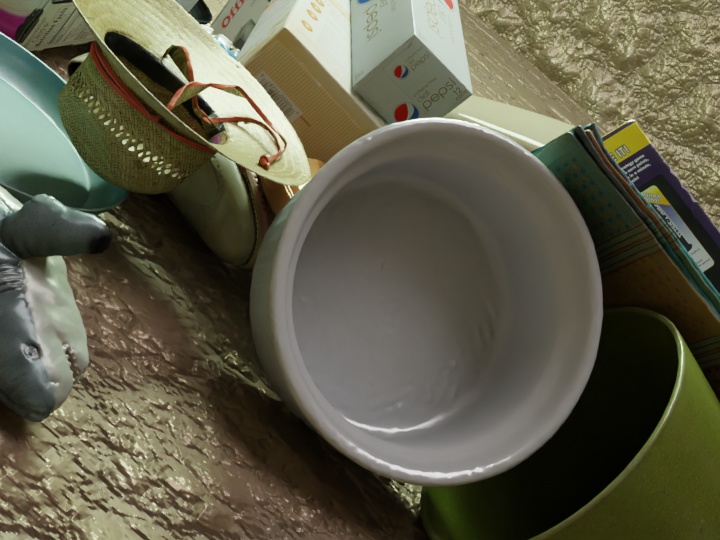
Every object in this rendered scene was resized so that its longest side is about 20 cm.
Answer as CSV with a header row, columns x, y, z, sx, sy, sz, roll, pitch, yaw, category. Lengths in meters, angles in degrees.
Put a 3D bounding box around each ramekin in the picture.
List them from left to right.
x,y,z,sx,sy,sz,roll,pitch,yaw,category
0.031,0.019,0.763,0.200,0.201,0.098,36,-13,-14,ramekin

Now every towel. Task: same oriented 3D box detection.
x,y,z,sx,sy,sz,roll,pitch,yaw,category
0.154,0.009,0.810,0.200,0.146,0.022,50,61,-8,towel

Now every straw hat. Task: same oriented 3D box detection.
x,y,z,sx,sy,sz,roll,pitch,yaw,category
-0.129,-0.095,0.792,0.201,0.085,0.201,42,18,-17,straw hat

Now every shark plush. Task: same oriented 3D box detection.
x,y,z,sx,sy,sz,roll,pitch,yaw,category
-0.200,-0.019,0.597,0.200,0.091,0.083,44,48,-8,shark plush

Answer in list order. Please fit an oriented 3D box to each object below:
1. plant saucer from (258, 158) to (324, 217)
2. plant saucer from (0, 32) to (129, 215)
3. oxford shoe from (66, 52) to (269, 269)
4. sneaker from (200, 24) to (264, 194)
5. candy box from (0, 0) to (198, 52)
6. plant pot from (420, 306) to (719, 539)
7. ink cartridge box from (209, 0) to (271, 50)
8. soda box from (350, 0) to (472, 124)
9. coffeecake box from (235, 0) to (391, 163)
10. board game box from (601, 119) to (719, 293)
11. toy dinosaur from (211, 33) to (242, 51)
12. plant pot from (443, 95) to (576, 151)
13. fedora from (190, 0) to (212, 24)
x,y,z,sx,sy,sz,roll,pitch,yaw,category
0.000,0.000,0.898,0.201,0.037,0.200,55,7,-10,plant saucer
-0.225,-0.095,0.775,0.200,0.027,0.200,36,19,-14,plant saucer
-0.132,-0.074,0.879,0.073,0.071,0.200,-11,51,-41,oxford shoe
-0.100,-0.116,1.011,0.199,0.075,0.087,35,25,-17,sneaker
-0.219,-0.239,0.979,0.137,0.061,0.200,52,31,8,candy box
0.169,0.158,0.791,0.200,0.187,0.187,47,15,-19,plant pot
-0.043,-0.219,1.235,0.084,0.146,0.200,23,25,-41,ink cartridge box
0.036,-0.188,1.021,0.068,0.064,0.201,41,26,-27,soda box
-0.015,-0.147,1.040,0.154,0.073,0.200,46,25,-16,coffeecake box
0.159,0.012,0.937,0.166,0.199,0.057,56,-13,16,board game box
-0.147,-0.194,1.111,0.101,0.058,0.200,41,18,3,toy dinosaur
0.123,-0.041,1.118,0.176,0.201,0.200,33,18,4,plant pot
-0.196,-0.317,1.222,0.200,0.092,0.201,34,18,-12,fedora
